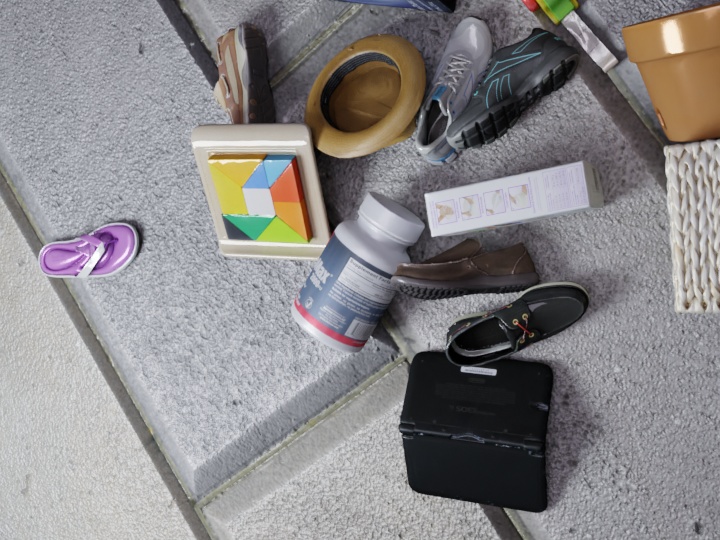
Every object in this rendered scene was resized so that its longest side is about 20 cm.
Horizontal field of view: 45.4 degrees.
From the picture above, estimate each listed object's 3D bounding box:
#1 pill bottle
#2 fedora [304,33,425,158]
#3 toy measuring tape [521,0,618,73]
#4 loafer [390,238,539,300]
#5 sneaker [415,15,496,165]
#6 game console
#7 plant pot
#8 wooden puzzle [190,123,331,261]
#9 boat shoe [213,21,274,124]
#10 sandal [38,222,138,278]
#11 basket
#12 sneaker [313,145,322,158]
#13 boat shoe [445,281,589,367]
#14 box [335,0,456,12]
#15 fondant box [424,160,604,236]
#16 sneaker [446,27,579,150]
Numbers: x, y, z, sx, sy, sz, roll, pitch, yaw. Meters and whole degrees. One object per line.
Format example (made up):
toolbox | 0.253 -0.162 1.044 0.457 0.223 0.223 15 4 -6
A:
pill bottle | 0.000 0.000 1.185 0.119 0.119 0.201 35 104 16
fedora | 0.017 -0.224 1.171 0.199 0.082 0.203 -17 59 29
toy measuring tape | 0.253 -0.336 1.092 0.073 0.073 0.201 -39 78 19
loafer | 0.135 -0.004 1.137 0.197 0.073 0.072 -2 77 -11
sneaker | 0.123 -0.239 1.142 0.074 0.086 0.202 19 99 21
game console | 0.163 0.219 1.186 0.198 0.117 0.178 4 64 21
plant pot | 0.408 -0.230 0.976 0.198 0.200 0.142 -9 102 22
wooden puzzle | -0.140 -0.105 1.211 0.183 0.037 0.202 3 121 20
boat shoe | -0.176 -0.260 1.272 0.071 0.076 0.203 -8 81 26
sandal | -0.449 -0.024 1.402 0.200 0.050 0.084 -15 88 22
basket | 0.438 -0.051 0.967 0.159 0.198 0.203 -5 92 26
sneaker | -0.106 -0.133 1.255 0.199 0.076 0.091 -35 89 27
boat shoe | 0.204 0.075 1.128 0.200 0.063 0.074 -21 109 22
box | 0.014 -0.419 1.115 0.196 0.200 0.125 13 98 21
fondant box | 0.197 -0.088 1.087 0.198 0.144 0.059 -11 89 22
sneaker | 0.187 -0.235 1.121 0.199 0.075 0.080 -37 67 1
